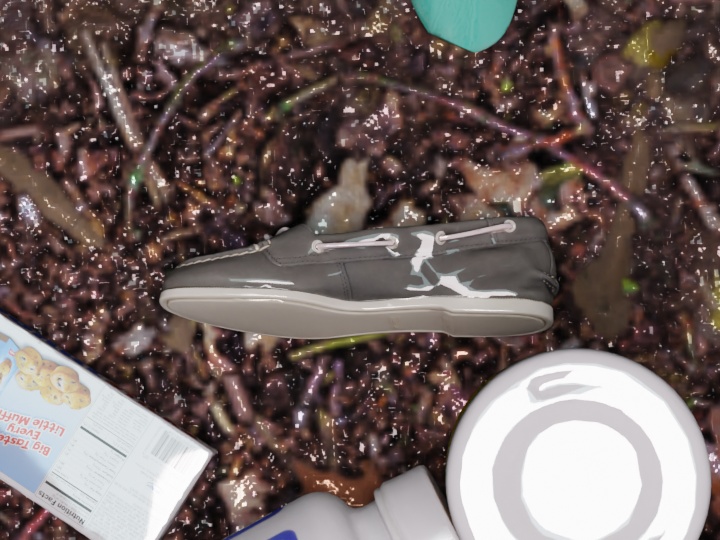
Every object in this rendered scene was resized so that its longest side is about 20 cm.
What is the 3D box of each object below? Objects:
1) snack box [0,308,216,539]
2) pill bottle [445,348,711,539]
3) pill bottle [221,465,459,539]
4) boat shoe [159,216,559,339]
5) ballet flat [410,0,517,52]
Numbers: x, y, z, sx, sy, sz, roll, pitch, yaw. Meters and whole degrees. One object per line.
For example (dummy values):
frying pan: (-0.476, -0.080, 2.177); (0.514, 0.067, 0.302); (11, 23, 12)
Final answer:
snack box: (-0.176, 0.069, 0.999); (0.200, 0.024, 0.072); (33, 90, 4)
pill bottle: (0.094, 0.093, 0.895); (0.111, 0.200, 0.111); (0, 87, 3)
pill bottle: (-0.037, 0.177, 0.942); (0.200, 0.112, 0.112); (-28, 86, 1)
boat shoe: (0.000, 0.000, 0.979); (0.199, 0.067, 0.057); (2, 71, -1)
ballet flat: (0.050, -0.213, 0.981); (0.067, 0.070, 0.201); (0, 87, 3)
